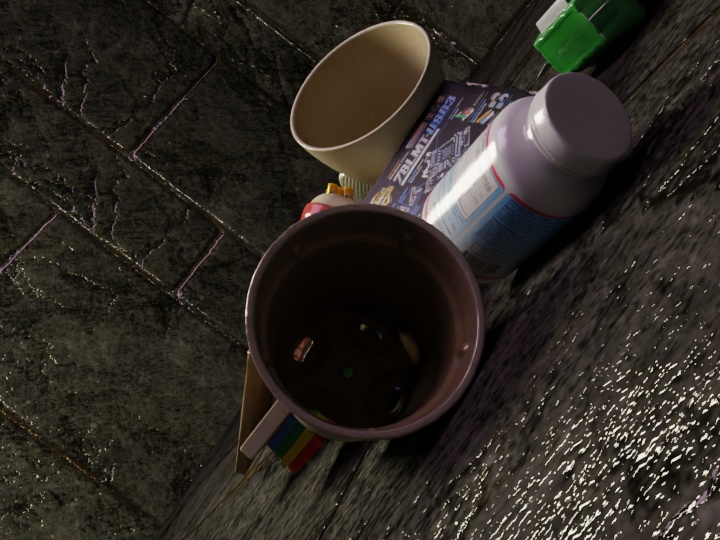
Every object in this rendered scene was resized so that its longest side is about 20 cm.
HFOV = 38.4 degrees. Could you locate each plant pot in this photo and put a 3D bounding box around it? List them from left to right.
[{"bbox_3d":[-0.004,0.069,0.926,0.201,0.199,0.184,-55,-6,-20],"label":"plant pot"}]

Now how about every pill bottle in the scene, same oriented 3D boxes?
[{"bbox_3d":[0.140,-0.077,0.884,0.109,0.108,0.200,-57,5,-35],"label":"pill bottle"}]

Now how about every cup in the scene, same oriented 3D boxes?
[{"bbox_3d":[0.035,-0.181,1.266,0.199,0.143,0.202,-24,43,24],"label":"cup"}]

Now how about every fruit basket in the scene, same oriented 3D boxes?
[{"bbox_3d":[0.302,-0.337,1.263,0.201,0.093,0.185,-52,3,-22],"label":"fruit basket"}]

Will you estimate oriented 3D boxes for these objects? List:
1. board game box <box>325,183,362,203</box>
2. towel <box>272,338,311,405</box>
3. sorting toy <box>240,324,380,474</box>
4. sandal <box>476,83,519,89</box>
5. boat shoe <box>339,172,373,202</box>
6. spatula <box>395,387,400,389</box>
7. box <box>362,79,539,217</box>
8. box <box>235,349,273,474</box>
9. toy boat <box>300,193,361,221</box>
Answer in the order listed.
[{"bbox_3d":[0.030,-0.065,1.418,0.200,0.198,0.026,140,139,-74],"label":"board game box"},{"bbox_3d":[-0.078,0.133,1.457,0.201,0.030,0.147,-63,-16,-46],"label":"towel"},{"bbox_3d":[-0.016,0.119,1.151,0.200,0.070,0.199,-41,-9,-51],"label":"sorting toy"},{"bbox_3d":[0.143,-0.202,1.271,0.082,0.054,0.200,-55,11,7],"label":"sandal"},{"bbox_3d":[0.047,-0.112,1.398,0.074,0.199,0.063,-2,76,46],"label":"boat shoe"},{"bbox_3d":[0.083,0.048,1.094,0.056,0.021,0.201,-31,18,47],"label":"spatula"},{"bbox_3d":[0.116,-0.106,1.096,0.198,0.050,0.201,17,68,49],"label":"box"},{"bbox_3d":[-0.123,0.146,1.379,0.164,0.021,0.202,-61,-15,-56],"label":"box"},{"bbox_3d":[0.000,0.000,1.264,0.131,0.199,0.131,-57,-31,-18],"label":"toy boat"}]
